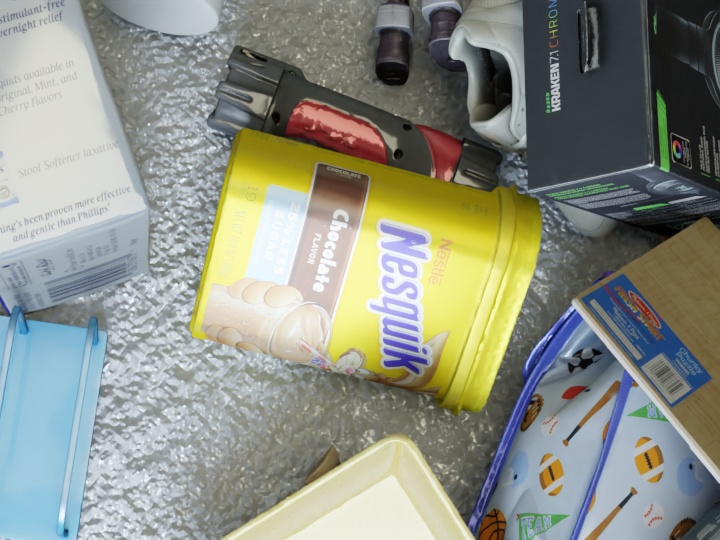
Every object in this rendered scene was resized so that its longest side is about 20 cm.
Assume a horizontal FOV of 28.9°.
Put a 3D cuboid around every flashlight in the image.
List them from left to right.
[{"bbox_3d":[-0.005,-0.084,0.954,0.198,0.068,0.069,20,109,-5],"label":"flashlight"}]

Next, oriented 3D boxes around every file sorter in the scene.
[{"bbox_3d":[-0.260,0.084,0.842,0.198,0.123,0.141,9,78,-9],"label":"file sorter"}]

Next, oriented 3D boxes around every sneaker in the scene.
[{"bbox_3d":[0.113,-0.097,0.941,0.092,0.075,0.201,-45,116,-34],"label":"sneaker"}]

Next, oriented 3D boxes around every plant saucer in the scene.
[{"bbox_3d":[-0.001,0.225,0.867,0.199,0.048,0.201,-32,94,10],"label":"plant saucer"}]

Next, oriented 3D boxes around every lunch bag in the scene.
[{"bbox_3d":[0.181,0.122,0.898,0.169,0.123,0.202,27,81,-31],"label":"lunch bag"}]

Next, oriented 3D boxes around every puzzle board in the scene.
[{"bbox_3d":[0.229,0.069,0.832,0.150,0.017,0.201,-26,71,-41],"label":"puzzle board"}]

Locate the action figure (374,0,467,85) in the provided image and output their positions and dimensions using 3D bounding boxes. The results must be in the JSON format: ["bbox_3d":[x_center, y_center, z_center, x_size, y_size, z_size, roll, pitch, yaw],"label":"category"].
[{"bbox_3d":[0.040,-0.237,0.977,0.129,0.069,0.203,-3,79,20],"label":"action figure"}]

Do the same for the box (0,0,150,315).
[{"bbox_3d":[-0.206,-0.093,0.855,0.104,0.184,0.202,-18,83,-12],"label":"box"}]

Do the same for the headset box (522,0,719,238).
[{"bbox_3d":[0.187,-0.126,0.897,0.199,0.092,0.176,13,73,-47],"label":"headset box"}]

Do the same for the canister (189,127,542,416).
[{"bbox_3d":[0.000,0.000,0.904,0.198,0.087,0.150,14,117,-6],"label":"canister"}]

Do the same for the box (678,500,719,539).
[{"bbox_3d":[0.248,0.212,0.850,0.199,0.046,0.161,-30,115,-36],"label":"box"}]

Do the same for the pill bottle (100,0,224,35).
[{"bbox_3d":[-0.115,-0.269,0.942,0.111,0.113,0.202,12,77,-8],"label":"pill bottle"}]

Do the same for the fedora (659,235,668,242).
[{"bbox_3d":[0.310,-0.047,0.995,0.198,0.082,0.203,2,78,-10],"label":"fedora"}]

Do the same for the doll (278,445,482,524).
[{"bbox_3d":[0.035,0.205,0.910,0.200,0.048,0.137,43,89,-2],"label":"doll"}]
